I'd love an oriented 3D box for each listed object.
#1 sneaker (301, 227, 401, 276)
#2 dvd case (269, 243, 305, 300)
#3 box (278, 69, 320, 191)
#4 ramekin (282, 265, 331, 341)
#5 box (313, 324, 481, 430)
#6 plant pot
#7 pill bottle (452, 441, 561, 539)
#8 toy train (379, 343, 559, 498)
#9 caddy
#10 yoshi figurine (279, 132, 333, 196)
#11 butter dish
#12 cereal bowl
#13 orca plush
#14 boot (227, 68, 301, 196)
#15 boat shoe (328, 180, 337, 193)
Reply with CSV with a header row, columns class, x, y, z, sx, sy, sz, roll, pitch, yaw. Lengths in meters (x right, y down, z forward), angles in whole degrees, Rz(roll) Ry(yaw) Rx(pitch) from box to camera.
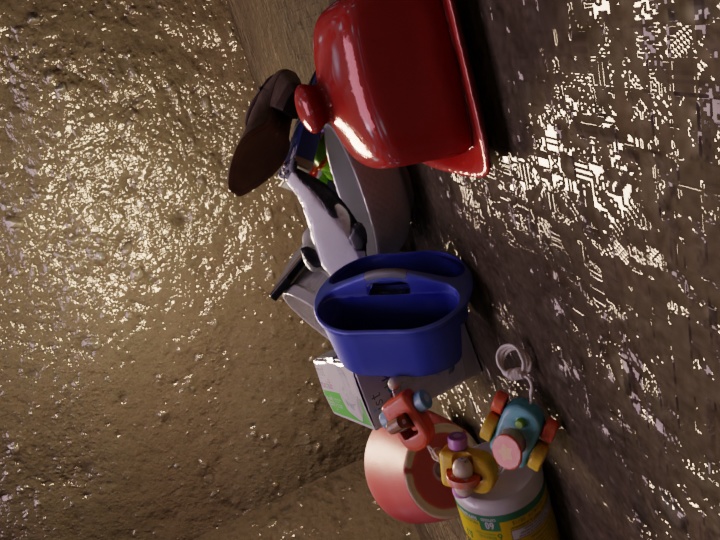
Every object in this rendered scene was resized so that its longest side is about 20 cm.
class,x,y,z,sx,sy,sz,roll,pitch,yaw
sneaker,0.000,0.000,0.907,0.081,0.194,0.072,-87,16,-56
dvd case,-0.077,-0.051,1.013,0.017,0.200,0.144,38,-152,-10
box,-0.073,-0.230,0.889,0.121,0.032,0.206,158,129,-70
ramekin,-0.029,0.059,1.043,0.197,0.106,0.201,34,165,10
box,0.043,0.133,0.856,0.099,0.173,0.199,66,160,-2
plant pot,0.115,0.335,1.021,0.206,0.195,0.177,67,164,8
pill bottle,0.184,0.321,0.720,0.113,0.110,0.205,-135,25,-70
toy train,0.105,0.167,0.629,0.055,0.198,0.153,-24,-97,-55
caddy,0.041,0.041,0.712,0.143,0.194,0.107,-69,-32,-47
yoshi figurine,-0.054,-0.198,0.989,0.198,0.109,0.116,-20,71,59
butter dish,0.010,-0.169,0.539,0.200,0.144,0.205,-132,22,-70
cereal bowl,0.019,-0.119,0.829,0.200,0.081,0.205,157,91,-82
orca plush,-0.042,-0.066,0.833,0.200,0.105,0.071,47,-148,-1
boot,-0.152,-0.217,0.920,0.070,0.202,0.146,36,-179,-32
boat shoe,-0.037,-0.142,1.223,0.075,0.060,0.204,52,-162,-54
